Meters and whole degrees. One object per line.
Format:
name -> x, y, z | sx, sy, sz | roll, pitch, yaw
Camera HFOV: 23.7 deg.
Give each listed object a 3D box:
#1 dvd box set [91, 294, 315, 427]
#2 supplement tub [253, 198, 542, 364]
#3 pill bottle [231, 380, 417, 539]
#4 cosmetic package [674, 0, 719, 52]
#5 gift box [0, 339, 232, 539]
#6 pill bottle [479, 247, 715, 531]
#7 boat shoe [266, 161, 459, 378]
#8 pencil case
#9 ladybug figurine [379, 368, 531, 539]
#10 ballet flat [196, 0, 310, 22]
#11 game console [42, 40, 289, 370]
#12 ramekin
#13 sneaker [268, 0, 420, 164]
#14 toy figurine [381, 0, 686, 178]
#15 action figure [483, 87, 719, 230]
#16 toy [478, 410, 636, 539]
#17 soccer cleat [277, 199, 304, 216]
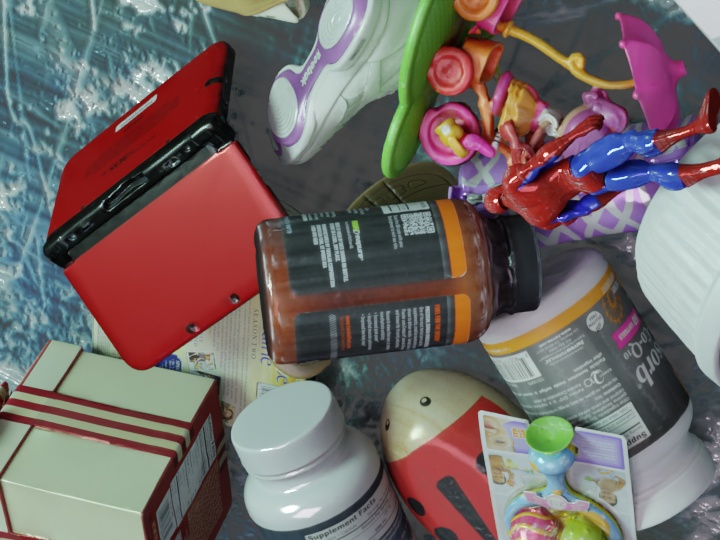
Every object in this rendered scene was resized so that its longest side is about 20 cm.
dvd box set -> -0.133, 0.058, 1.458 | 0.199, 0.029, 0.147 | 11, 116, 15
supplement tub -> 0.027, 0.006, 1.229 | 0.198, 0.107, 0.108 | -6, 113, -5
pill bottle -> -0.028, 0.197, 1.413 | 0.119, 0.120, 0.201 | -12, 119, 23
cosmetic package -> 0.234, -0.215, 1.187 | 0.200, 0.083, 0.051 | 47, 119, -5
gift box -> -0.231, 0.184, 1.433 | 0.186, 0.200, 0.186 | 11, 128, 17
pill bottle -> 0.184, 0.093, 1.319 | 0.116, 0.116, 0.201 | -28, 102, 27
boat shoe -> 0.000, 0.000, 1.314 | 0.072, 0.065, 0.200 | 38, 82, 1
pencil case -> 0.165, -0.064, 1.273 | 0.199, 0.085, 0.085 | -11, 75, 20
ladybug figurine -> 0.092, 0.174, 1.410 | 0.136, 0.072, 0.200 | -39, 97, 28
ballet flat -> -0.037, -0.218, 1.288 | 0.199, 0.069, 0.063 | -11, 123, 24
game console -> -0.144, -0.052, 1.363 | 0.200, 0.173, 0.119 | -33, 123, 27
ramekin -> 0.283, -0.024, 1.191 | 0.105, 0.199, 0.201 | 46, 124, 32
sneaker -> -0.004, -0.141, 1.301 | 0.200, 0.099, 0.075 | -48, 48, 48
toy figurine -> 0.131, -0.124, 1.206 | 0.183, 0.150, 0.201 | 24, 106, 14
action figure -> 0.162, -0.069, 1.148 | 0.199, 0.052, 0.065 | -17, 132, 39
toy -> 0.149, 0.197, 1.306 | 0.114, 0.047, 0.201 | 8, 131, 22
soccer cleat -> -0.028, -0.007, 1.370 | 0.199, 0.073, 0.069 | 18, 117, 11
